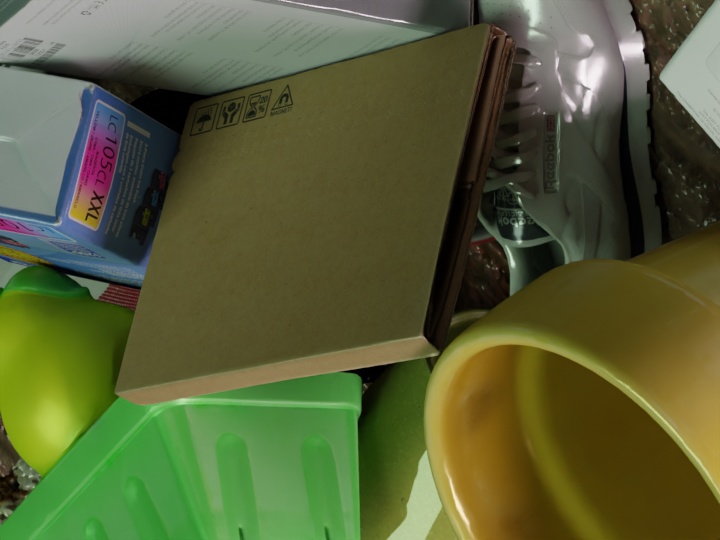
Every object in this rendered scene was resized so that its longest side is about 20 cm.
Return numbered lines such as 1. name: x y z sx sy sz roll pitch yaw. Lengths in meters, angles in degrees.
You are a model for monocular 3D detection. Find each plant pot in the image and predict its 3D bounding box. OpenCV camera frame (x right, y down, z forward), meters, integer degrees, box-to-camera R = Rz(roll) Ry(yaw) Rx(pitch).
1. plant pot: 0.161 0.066 1.295 0.200 0.189 0.201 34 143 31
2. plant pot: 0.049 0.123 1.540 0.187 0.187 0.201 40 131 24

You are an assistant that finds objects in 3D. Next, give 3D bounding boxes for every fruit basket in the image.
1. fruit basket: -0.109 0.091 1.515 0.215 0.155 0.217 -7 81 54

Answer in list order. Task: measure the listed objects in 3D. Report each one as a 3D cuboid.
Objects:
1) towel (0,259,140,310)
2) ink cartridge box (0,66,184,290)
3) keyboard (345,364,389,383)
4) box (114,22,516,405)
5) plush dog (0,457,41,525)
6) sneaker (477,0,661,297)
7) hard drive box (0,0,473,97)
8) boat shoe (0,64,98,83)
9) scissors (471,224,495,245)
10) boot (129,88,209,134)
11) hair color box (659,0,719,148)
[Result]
1. towel: -0.161 -0.018 1.697 0.144 0.199 0.023 137 142 -58
2. ink cartridge box: -0.149 -0.042 1.496 0.136 0.077 0.200 11 173 27
3. keyboard: -0.003 0.009 1.549 0.200 0.103 0.040 102 160 -50
4. box: -0.024 -0.023 1.368 0.199 0.164 0.021 -11 146 42
5. plush dog: -0.159 0.132 1.790 0.200 0.172 0.161 24 144 44
6. sneaker: 0.086 -0.069 1.379 0.076 0.080 0.201 14 127 50
7. hard drive box: -0.068 -0.140 1.395 0.156 0.199 0.077 -24 61 61
8. boat shoe: -0.162 -0.139 1.582 0.064 0.200 0.071 43 -170 17
9. scissors: 0.000 0.000 1.512 0.073 0.014 0.200 35 121 -29
10. boot: -0.029 -0.028 1.593 0.199 0.069 0.174 -3 132 36
11. hair color box: 0.211 -0.102 1.194 0.109 0.065 0.200 50 150 10
